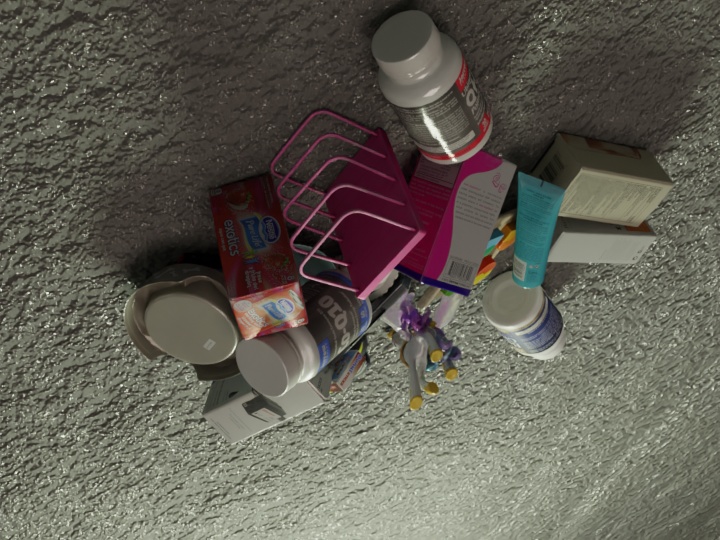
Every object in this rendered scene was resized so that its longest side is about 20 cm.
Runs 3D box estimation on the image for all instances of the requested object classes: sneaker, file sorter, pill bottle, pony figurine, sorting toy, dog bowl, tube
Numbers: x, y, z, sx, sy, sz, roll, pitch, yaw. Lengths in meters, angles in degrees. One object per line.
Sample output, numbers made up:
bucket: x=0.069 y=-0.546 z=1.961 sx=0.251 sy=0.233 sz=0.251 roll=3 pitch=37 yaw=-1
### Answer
sneaker: x=-0.019 y=0.151 z=1.643 sx=0.081 sy=0.074 sz=0.200 roll=-17 pitch=161 yaw=-24
file sorter: x=-0.027 y=-0.092 z=1.228 sx=0.125 sy=0.201 sz=0.139 roll=17 pitch=130 yaw=-36
pill bottle: x=0.089 y=-0.233 z=1.179 sx=0.110 sy=0.111 sz=0.200 roll=-29 pitch=143 yaw=10
sneaker: x=0.000 y=0.000 z=1.435 sx=0.080 sy=0.077 sz=0.200 roll=26 pitch=143 yaw=-16
pony figurine: x=0.102 y=0.108 z=1.580 sx=0.166 sy=0.200 sz=0.194 roll=7 pitch=120 yaw=-23
sorting toy: x=0.190 y=-0.022 z=1.479 sx=0.200 sy=0.036 sz=0.185 roll=-27 pitch=157 yaw=-49
dog bowl: x=-0.244 y=0.074 z=1.366 sx=0.199 sy=0.059 sz=0.201 roll=7 pitch=132 yaw=8
pill bottle: x=-0.081 y=0.089 z=1.329 sx=0.200 sy=0.114 sz=0.114 roll=-39 pitch=162 yaw=-45
tube: x=0.267 y=-0.059 z=1.423 sx=0.050 sy=0.077 sz=0.201 roll=-52 pitch=153 yaw=-38
pill bottle: x=0.307 y=0.090 z=1.692 sx=0.111 sy=0.111 sz=0.200 roll=-31 pitch=142 yaw=13

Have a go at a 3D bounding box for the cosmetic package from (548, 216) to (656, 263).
cosmetic package: x=0.377 y=-0.072 z=1.531 sx=0.199 sy=0.102 sz=0.071 roll=0 pitch=138 yaw=-27

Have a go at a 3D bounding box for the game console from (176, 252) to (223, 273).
game console: x=-0.213 y=0.046 z=1.451 sx=0.199 sy=0.031 sz=0.177 roll=5 pitch=137 yaw=-31

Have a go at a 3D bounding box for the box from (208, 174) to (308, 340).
box: x=-0.140 y=-0.021 z=1.260 sx=0.095 sy=0.201 sz=0.100 roll=-14 pitch=143 yaw=-4

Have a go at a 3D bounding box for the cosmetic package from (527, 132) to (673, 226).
cosmetic package: x=0.375 y=-0.141 z=1.454 sx=0.199 sy=0.087 sz=0.104 roll=7 pitch=134 yaw=-31

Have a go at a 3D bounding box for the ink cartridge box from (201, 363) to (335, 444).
ink cartridge box: x=-0.146 y=0.176 z=1.514 sx=0.199 sy=0.145 sz=0.084 roll=-27 pitch=118 yaw=24

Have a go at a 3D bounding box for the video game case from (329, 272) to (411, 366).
video game case: x=0.020 y=0.051 z=1.489 sx=0.019 sy=0.143 sz=0.200 roll=36 pitch=121 yaw=-11

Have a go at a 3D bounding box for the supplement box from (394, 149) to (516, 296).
supplement box: x=0.126 y=-0.080 z=1.324 sx=0.101 sy=0.103 sz=0.201 roll=16 pitch=98 yaw=-38

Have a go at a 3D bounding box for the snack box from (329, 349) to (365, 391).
snack box: x=-0.077 y=0.172 z=1.561 sx=0.200 sy=0.072 sz=0.024 roll=-10 pitch=127 yaw=51

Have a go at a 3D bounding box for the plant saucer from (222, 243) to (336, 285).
plant saucer: x=-0.134 y=0.024 z=1.420 sx=0.200 sy=0.039 sz=0.202 roll=-13 pitch=136 yaw=-13
